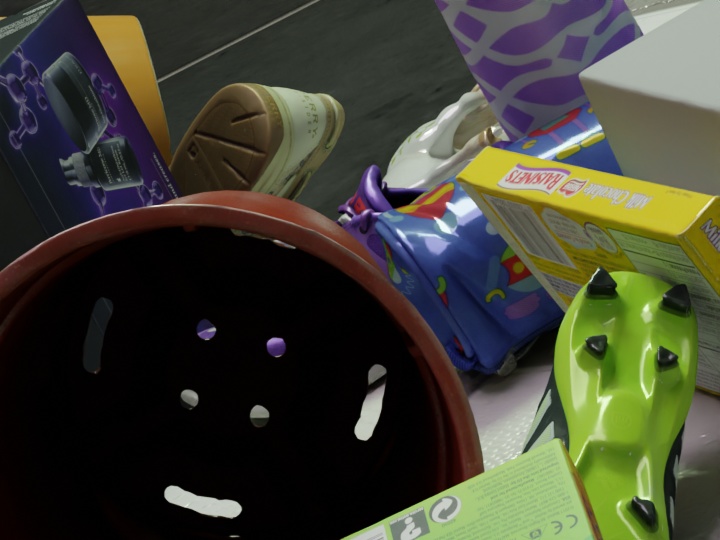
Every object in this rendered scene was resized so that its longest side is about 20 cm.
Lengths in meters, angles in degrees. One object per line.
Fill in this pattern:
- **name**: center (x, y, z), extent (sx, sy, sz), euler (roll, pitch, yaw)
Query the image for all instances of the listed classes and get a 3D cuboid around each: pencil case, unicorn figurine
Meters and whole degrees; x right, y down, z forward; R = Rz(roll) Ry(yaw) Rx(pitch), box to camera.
- **pencil case**: center (0.088, -0.110, 1.246), extent (0.084, 0.201, 0.086), euler (-3, 35, 41)
- **pencil case**: center (0.104, -0.028, 1.183), extent (0.199, 0.087, 0.078), euler (-29, -1, -7)
- **unicorn figurine**: center (0.025, -0.037, 1.366), extent (0.137, 0.074, 0.200), euler (-29, 0, 31)

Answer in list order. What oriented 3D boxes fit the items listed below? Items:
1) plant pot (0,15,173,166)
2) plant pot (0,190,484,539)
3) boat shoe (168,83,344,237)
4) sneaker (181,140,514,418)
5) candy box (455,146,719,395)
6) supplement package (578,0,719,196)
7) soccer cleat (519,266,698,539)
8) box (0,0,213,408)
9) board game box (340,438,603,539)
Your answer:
- **plant pot**: center (-0.208, -0.071, 1.632), extent (0.182, 0.201, 0.200), euler (-14, 16, -7)
- **plant pot**: center (-0.054, 0.059, 1.021), extent (0.200, 0.202, 0.195), euler (-26, 9, 7)
- **boat shoe**: center (-0.079, -0.022, 1.418), extent (0.062, 0.074, 0.200), euler (-5, -29, -42)
- **sneaker**: center (0.000, 0.000, 1.256), extent (0.199, 0.084, 0.081), euler (-27, 17, 6)
- **candy box**: center (0.110, 0.004, 1.040), extent (0.026, 0.102, 0.200), euler (-46, 21, -9)
- **supplement package**: center (0.189, -0.042, 1.020), extent (0.119, 0.122, 0.200), euler (-31, 18, -12)
- **soccer cleat**: center (0.076, 0.089, 0.932), extent (0.067, 0.081, 0.201), euler (15, 51, 9)
- **box**: center (-0.142, -0.011, 1.304), extent (0.079, 0.201, 0.141), euler (-19, 20, 26)
- **board game box**: center (0.042, 0.139, 0.801), extent (0.095, 0.030, 0.200), euler (-26, 35, 8)
